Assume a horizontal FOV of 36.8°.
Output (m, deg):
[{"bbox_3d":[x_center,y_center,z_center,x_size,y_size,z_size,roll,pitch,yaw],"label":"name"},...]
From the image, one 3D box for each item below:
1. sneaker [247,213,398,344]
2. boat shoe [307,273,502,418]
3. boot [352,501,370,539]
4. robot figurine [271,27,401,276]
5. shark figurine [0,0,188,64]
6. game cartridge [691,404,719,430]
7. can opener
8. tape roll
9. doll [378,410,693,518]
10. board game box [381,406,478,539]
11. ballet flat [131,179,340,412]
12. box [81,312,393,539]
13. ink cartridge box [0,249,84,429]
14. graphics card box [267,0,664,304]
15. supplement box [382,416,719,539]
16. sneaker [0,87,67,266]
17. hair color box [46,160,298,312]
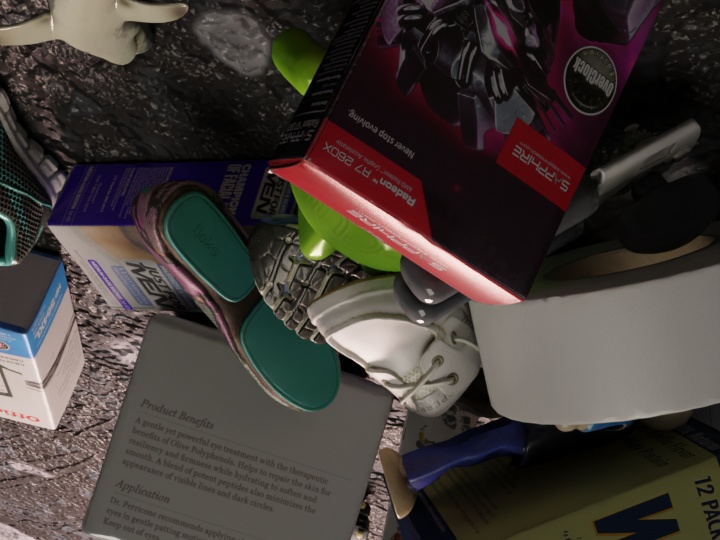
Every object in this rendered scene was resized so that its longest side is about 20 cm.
[{"bbox_3d":[0.000,0.000,0.741,0.198,0.090,0.079,19,120,-42],"label":"sneaker"},{"bbox_3d":[0.044,0.055,0.674,0.070,0.071,0.199,-24,153,31],"label":"boat shoe"},{"bbox_3d":[-0.055,0.246,1.175,0.151,0.075,0.204,17,152,-8],"label":"boot"},{"bbox_3d":[0.033,-0.079,0.596,0.173,0.117,0.200,16,142,-22],"label":"robot figurine"},{"bbox_3d":[-0.131,-0.179,0.568,0.126,0.091,0.213,-5,171,-35],"label":"shark figurine"},{"bbox_3d":[0.304,0.092,0.752,0.197,0.040,0.136,-4,103,27],"label":"game cartridge"},{"bbox_3d":[0.110,-0.024,0.574,0.197,0.067,0.053,-24,158,-18],"label":"can opener"},{"bbox_3d":[0.165,0.025,0.635,0.200,0.201,0.072,-11,96,35],"label":"tape roll"},{"bbox_3d":[0.111,0.100,0.677,0.197,0.049,0.136,-18,172,2],"label":"doll"},{"bbox_3d":[0.055,0.199,0.934,0.063,0.203,0.148,12,148,4],"label":"board game box"},{"bbox_3d":[-0.083,0.014,0.733,0.071,0.069,0.201,21,153,55],"label":"ballet flat"},{"bbox_3d":[-0.097,0.146,0.887,0.196,0.174,0.200,18,176,-4],"label":"box"},{"bbox_3d":[-0.342,0.055,0.992,0.143,0.085,0.201,14,147,2],"label":"ink cartridge box"},{"bbox_3d":[0.059,-0.103,0.485,0.124,0.202,0.051,31,170,-21],"label":"graphics card box"},{"bbox_3d":[0.139,0.187,0.717,0.197,0.137,0.200,-19,-173,-6],"label":"supplement box"},{"bbox_3d":[-0.280,-0.078,0.760,0.076,0.092,0.201,-4,143,26],"label":"sneaker"},{"bbox_3d":[-0.117,-0.022,0.803,0.196,0.066,0.110,0,143,21],"label":"hair color box"}]
